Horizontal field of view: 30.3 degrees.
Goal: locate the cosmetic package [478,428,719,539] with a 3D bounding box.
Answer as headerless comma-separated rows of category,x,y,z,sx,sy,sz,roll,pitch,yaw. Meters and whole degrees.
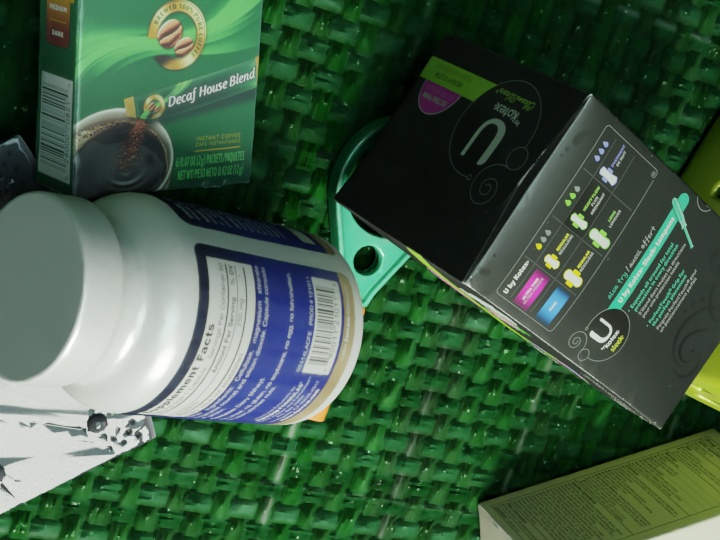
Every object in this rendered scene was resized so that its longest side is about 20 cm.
cosmetic package,0.193,0.188,0.939,0.198,0.104,0.074,-13,113,-17

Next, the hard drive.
hard drive,-0.209,0.034,0.751,0.134,0.042,0.201,-26,115,-12

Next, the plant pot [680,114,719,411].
plant pot,0.314,0.025,0.888,0.198,0.181,0.201,26,96,-27

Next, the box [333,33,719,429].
box,0.115,-0.023,0.792,0.200,0.148,0.125,34,91,-36

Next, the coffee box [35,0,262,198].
coffee box,-0.110,-0.143,0.711,0.122,0.044,0.202,-8,112,-41

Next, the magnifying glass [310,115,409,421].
magnifying glass,0.000,0.000,0.839,0.079,0.022,0.201,16,102,-27

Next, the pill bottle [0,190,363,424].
pill bottle,-0.100,0.021,0.716,0.199,0.115,0.116,13,104,-50
